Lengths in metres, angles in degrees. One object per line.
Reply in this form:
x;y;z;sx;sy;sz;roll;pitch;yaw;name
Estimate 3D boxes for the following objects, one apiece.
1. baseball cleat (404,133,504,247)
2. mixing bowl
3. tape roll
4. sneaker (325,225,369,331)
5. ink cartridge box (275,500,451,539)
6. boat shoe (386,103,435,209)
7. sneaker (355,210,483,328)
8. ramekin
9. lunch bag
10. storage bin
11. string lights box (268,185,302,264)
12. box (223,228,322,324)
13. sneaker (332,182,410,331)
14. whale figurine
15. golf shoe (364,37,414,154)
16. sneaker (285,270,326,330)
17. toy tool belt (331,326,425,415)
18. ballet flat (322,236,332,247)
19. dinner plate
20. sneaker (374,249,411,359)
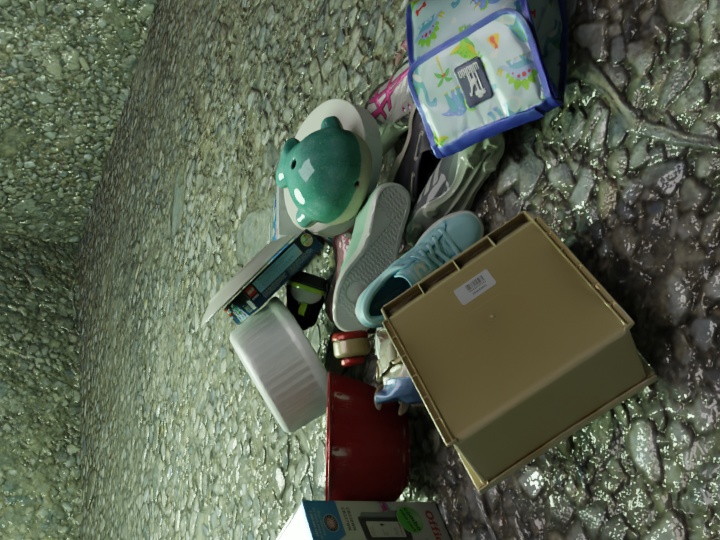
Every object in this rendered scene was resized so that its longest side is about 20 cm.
0.121;-0.121;0.984;0.201;0.069;0.107;-51;27;34;baseball cleat
0.007;0.234;0.989;0.200;0.106;0.204;180;90;-87;mixing bowl
-0.045;-0.153;1.130;0.201;0.037;0.207;-15;70;47;tape roll
0.000;0.000;1.131;0.105;0.074;0.204;-143;59;-61;sneaker
0.006;0.378;0.894;0.147;0.197;0.148;-60;36;28;ink cartridge box
0.099;-0.175;1.034;0.063;0.072;0.202;40;120;33;boat shoe
0.078;0.004;0.925;0.200;0.074;0.082;-44;3;2;sneaker
-0.121;0.152;1.171;0.202;0.097;0.201;54;167;18;ramekin
0.146;-0.248;0.873;0.168;0.126;0.204;-19;65;41;lunch bag
0.144;0.070;0.749;0.198;0.094;0.200;-34;42;5;storage bin
-0.125;-0.071;1.324;0.200;0.058;0.105;119;150;-67;string lights box
-0.141;0.014;1.177;0.137;0.038;0.200;-46;6;-21;box
0.013;-0.017;1.023;0.118;0.073;0.204;-162;92;-82;sneaker
-0.071;-0.141;1.050;0.199;0.103;0.162;26;101;50;whale figurine
0.062;-0.244;1.095;0.201;0.072;0.093;-60;35;33;golf shoe
-0.097;0.055;1.220;0.200;0.070;0.084;105;180;-81;sneaker
0.064;0.127;0.905;0.196;0.125;0.125;-8;82;14;toy tool belt
-0.048;-0.122;1.269;0.073;0.072;0.203;-37;57;50;ballet flat
-0.175;0.009;1.145;0.200;0.024;0.200;-44;6;6;dinner plate
0.066;0.064;1.006;0.079;0.073;0.204;-27;59;48;sneaker
